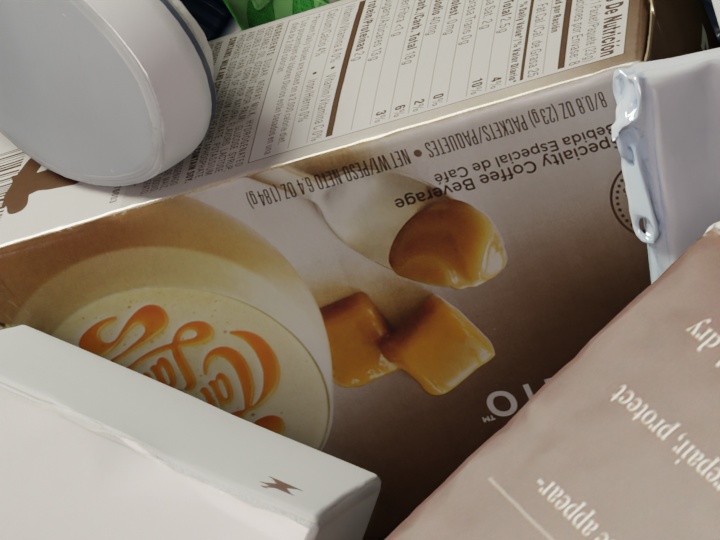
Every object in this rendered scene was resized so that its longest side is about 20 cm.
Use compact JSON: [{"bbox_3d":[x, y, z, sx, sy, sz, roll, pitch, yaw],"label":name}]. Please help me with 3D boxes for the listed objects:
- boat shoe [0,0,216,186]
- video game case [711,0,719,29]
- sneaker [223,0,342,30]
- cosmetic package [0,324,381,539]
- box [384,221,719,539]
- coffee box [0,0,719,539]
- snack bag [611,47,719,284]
[{"bbox_3d":[-0.089,-0.086,0.756,0.200,0.065,0.074,35,145,41],"label":"boat shoe"},{"bbox_3d":[0.154,-0.120,0.694,0.182,0.023,0.200,-29,118,-16],"label":"video game case"},{"bbox_3d":[-0.027,-0.103,0.778,0.074,0.084,0.200,-44,89,11],"label":"sneaker"},{"bbox_3d":[-0.080,0.125,0.692,0.101,0.071,0.201,23,99,11],"label":"cosmetic package"},{"bbox_3d":[0.084,0.134,0.612,0.200,0.164,0.166,-44,127,-2],"label":"box"},{"bbox_3d":[0.000,0.000,0.752,0.199,0.080,0.115,-15,121,18],"label":"coffee box"},{"bbox_3d":[0.156,0.018,0.718,0.199,0.021,0.189,-16,113,-17],"label":"snack bag"}]
